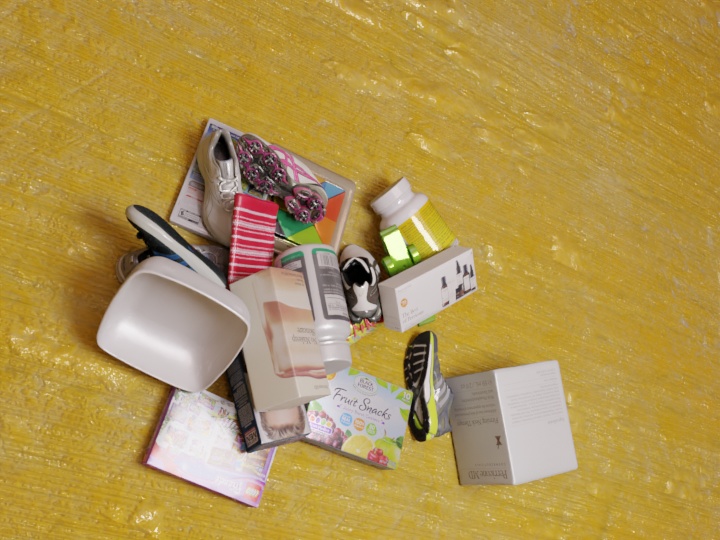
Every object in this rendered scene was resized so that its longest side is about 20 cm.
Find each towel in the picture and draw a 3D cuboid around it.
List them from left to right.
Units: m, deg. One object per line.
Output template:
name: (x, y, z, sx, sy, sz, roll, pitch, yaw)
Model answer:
towel: (-0.178, -0.020, 1.291, 0.144, 0.022, 0.205, 13, 80, -71)

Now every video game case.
video game case: (-0.230, -0.147, 1.349, 0.141, 0.018, 0.204, 22, 70, -13)

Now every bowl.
bowl: (-0.274, 0.072, 1.165, 0.197, 0.200, 0.075, 29, 36, -19)

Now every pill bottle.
pill bottle: (-0.078, 0.068, 1.312, 0.111, 0.113, 0.204, 0, 67, -29)
pill bottle: (0.108, -0.072, 1.486, 0.112, 0.112, 0.201, -42, 100, -30)

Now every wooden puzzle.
wooden puzzle: (-0.104, -0.113, 1.419, 0.182, 0.037, 0.204, 23, 68, -23)

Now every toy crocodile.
toy crocodile: (0.089, 0.012, 1.438, 0.067, 0.062, 0.203, -30, 103, -8)

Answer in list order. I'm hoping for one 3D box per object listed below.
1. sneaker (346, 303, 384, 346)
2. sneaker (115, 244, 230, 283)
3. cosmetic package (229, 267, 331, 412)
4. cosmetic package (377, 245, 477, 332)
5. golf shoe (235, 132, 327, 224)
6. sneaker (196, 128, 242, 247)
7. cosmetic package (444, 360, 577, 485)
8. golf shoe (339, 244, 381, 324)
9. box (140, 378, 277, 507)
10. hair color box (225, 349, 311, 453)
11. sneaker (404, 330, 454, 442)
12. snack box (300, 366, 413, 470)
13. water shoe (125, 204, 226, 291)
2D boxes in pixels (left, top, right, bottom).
sneaker: (-0.005, 0.086, 1.396, 0.199, 0.090, 0.079, -36, 98, -30)
sneaker: (-0.289, -0.006, 1.259, 0.196, 0.082, 0.076, -8, 82, -31)
cosmetic package: (-0.124, 0.107, 1.208, 0.103, 0.086, 0.204, 11, 62, -63)
cosmetic package: (0.122, 0.029, 1.370, 0.198, 0.050, 0.084, -26, 113, -35)
golf shoe: (-0.137, -0.168, 1.350, 0.200, 0.072, 0.093, 43, 27, -27)
sneaker: (-0.228, -0.138, 1.290, 0.073, 0.087, 0.204, -12, 81, -23)
cosmetic package: (0.279, 0.286, 1.465, 0.163, 0.167, 0.205, -4, 79, -31)
golf shoe: (0.000, 0.000, 1.372, 0.076, 0.096, 0.202, -12, 38, -3)
box: (-0.232, 0.278, 1.247, 0.198, 0.039, 0.139, 29, 64, -22)
hair color box: (-0.158, 0.184, 1.271, 0.098, 0.060, 0.204, -4, 68, -38)
sneaker: (0.133, 0.216, 1.464, 0.080, 0.073, 0.205, 6, 81, -38)
snack box: (-0.012, 0.253, 1.373, 0.197, 0.053, 0.145, 24, 66, -23)
water shoe: (-0.289, -0.013, 1.175, 0.079, 0.072, 0.200, -44, 119, 2)
